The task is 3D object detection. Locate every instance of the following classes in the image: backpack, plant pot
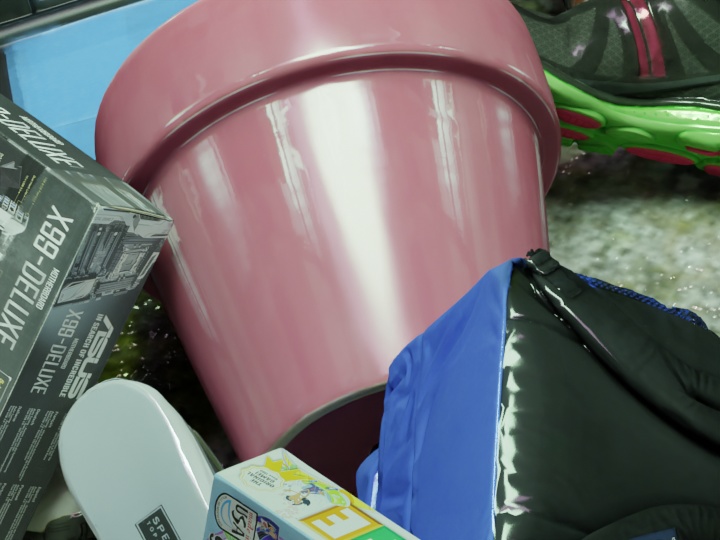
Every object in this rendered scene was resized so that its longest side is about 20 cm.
[{"bbox_3d":[0.103,0.107,0.994,0.199,0.168,0.163,19,58,-20],"label":"backpack"},{"bbox_3d":[0.000,0.000,1.120,0.199,0.200,0.179,-12,58,-5],"label":"plant pot"}]

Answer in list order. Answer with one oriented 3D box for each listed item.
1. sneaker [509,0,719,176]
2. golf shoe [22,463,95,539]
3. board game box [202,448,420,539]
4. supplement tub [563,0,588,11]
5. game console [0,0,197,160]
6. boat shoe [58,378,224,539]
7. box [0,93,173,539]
[{"bbox_3d":[0.125,-0.098,1.240,0.199,0.077,0.084,13,77,-14],"label":"sneaker"},{"bbox_3d":[-0.158,0.039,1.166,0.077,0.088,0.200,-22,46,-17],"label":"golf shoe"},{"bbox_3d":[-0.007,0.179,0.912,0.134,0.201,0.034,29,31,34],"label":"board game box"},{"bbox_3d":[0.140,-0.185,1.347,0.107,0.107,0.200,-9,42,-1],"label":"supplement tub"},{"bbox_3d":[-0.098,-0.145,1.229,0.199,0.176,0.116,-17,15,-1],"label":"game console"},{"bbox_3d":[-0.057,0.135,1.057,0.070,0.066,0.200,-35,66,10],"label":"boat shoe"},{"bbox_3d":[-0.181,0.028,1.116,0.158,0.200,0.050,33,12,36],"label":"box"}]
